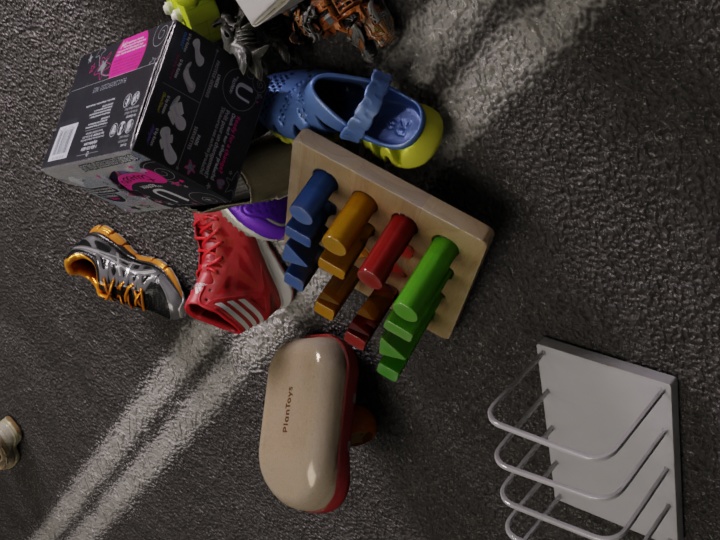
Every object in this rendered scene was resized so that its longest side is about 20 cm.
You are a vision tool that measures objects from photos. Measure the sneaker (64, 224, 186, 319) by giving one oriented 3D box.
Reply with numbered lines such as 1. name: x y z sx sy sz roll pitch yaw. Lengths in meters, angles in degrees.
1. sneaker: -0.313 0.016 1.463 0.199 0.077 0.079 29 137 26

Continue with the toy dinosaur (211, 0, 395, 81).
1. toy dinosaur: -0.060 -0.251 0.974 0.200 0.102 0.136 53 125 24

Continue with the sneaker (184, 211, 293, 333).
1. sneaker: -0.165 -0.020 1.238 0.078 0.115 0.201 -23 102 53

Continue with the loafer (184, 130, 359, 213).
1. loafer: -0.093 -0.096 1.082 0.199 0.070 0.076 -19 114 20

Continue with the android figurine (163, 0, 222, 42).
1. android figurine: -0.181 -0.295 1.041 0.182 0.041 0.201 -130 20 -58

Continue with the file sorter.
1. file sorter: 0.206 0.192 1.010 0.138 0.124 0.201 16 130 38

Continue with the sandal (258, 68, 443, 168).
1. sandal: -0.023 -0.153 0.988 0.199 0.080 0.087 12 165 32

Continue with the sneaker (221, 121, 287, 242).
1. sneaker: -0.124 -0.124 1.147 0.201 0.069 0.099 54 141 -4

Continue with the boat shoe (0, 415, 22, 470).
1. boat shoe: -0.737 0.363 2.222 0.072 0.065 0.200 46 143 7

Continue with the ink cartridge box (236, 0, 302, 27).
1. ink cartridge box: -0.034 -0.291 0.797 0.083 0.200 0.147 -23 103 54

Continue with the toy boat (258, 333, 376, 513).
1. toy boat: -0.036 0.180 1.269 0.130 0.130 0.202 -7 73 49

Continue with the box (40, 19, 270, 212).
1. box: -0.196 -0.135 1.034 0.114 0.133 0.199 26 164 -35

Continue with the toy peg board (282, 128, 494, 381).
1. toy peg board: 0.000 0.000 1.027 0.198 0.098 0.200 29 152 9
